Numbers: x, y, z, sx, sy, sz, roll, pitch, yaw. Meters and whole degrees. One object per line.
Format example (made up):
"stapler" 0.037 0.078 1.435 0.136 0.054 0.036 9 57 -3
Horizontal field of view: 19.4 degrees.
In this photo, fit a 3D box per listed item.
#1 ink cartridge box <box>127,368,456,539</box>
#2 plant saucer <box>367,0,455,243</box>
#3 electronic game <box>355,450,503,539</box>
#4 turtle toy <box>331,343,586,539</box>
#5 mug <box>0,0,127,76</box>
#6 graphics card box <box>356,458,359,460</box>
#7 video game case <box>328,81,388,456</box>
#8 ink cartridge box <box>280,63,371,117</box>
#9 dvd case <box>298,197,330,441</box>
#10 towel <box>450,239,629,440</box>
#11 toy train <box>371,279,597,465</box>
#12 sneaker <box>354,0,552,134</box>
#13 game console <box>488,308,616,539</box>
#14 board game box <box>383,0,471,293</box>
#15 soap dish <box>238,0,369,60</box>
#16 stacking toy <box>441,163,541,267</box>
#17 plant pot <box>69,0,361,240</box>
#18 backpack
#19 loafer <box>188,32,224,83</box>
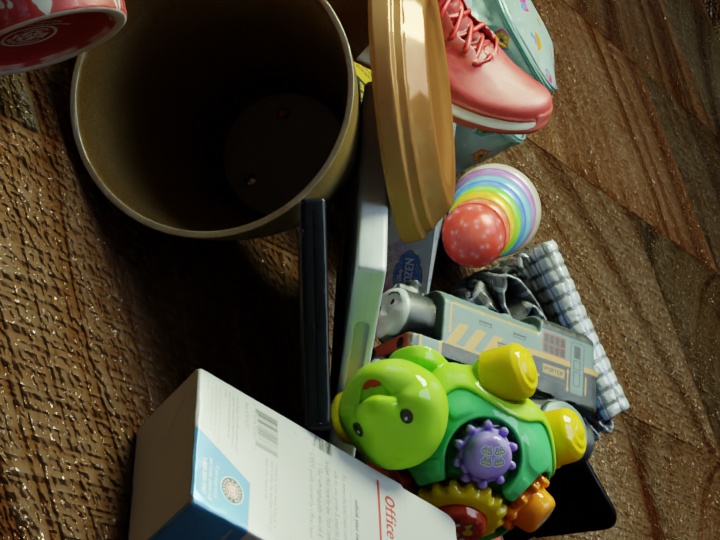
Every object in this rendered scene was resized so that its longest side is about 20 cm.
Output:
"ink cartridge box" -0.036 0.158 1.240 0.200 0.067 0.116 33 30 -23
"plant saucer" 0.038 -0.120 1.434 0.200 0.037 0.201 -5 90 -82
"electronic game" 0.054 0.173 1.551 0.200 0.042 0.200 50 21 -27
"turtle toy" 0.052 0.114 1.350 0.200 0.146 0.101 50 32 -41
"mug" -0.240 -0.221 1.256 0.133 0.177 0.200 138 -67 -74
"graphics card box" 0.002 0.229 1.357 0.126 0.051 0.200 54 24 -24
"video game case" 0.000 0.000 1.458 0.200 0.023 0.182 -88 -175 -48
"ink cartridge box" -0.059 -0.167 1.634 0.200 0.084 0.176 41 31 -46
"dvd case" -0.031 0.041 1.369 0.200 0.018 0.143 105 -16 -81
"towel" 0.147 0.069 1.785 0.200 0.085 0.166 158 -93 -86
"toy train" 0.088 0.079 1.525 0.200 0.085 0.114 19 61 -29
"sneaker" 0.066 -0.186 1.556 0.200 0.116 0.078 24 33 -3
"game console" 0.126 0.110 1.705 0.200 0.116 0.176 61 21 -9
"board game box" 0.054 -0.097 1.726 0.200 0.041 0.200 -75 172 -61
"soap dish" -0.054 -0.245 1.465 0.200 0.081 0.158 46 26 -63
"stacking toy" 0.103 -0.040 1.811 0.085 0.085 0.200 63 14 -3
"plant pot" -0.073 -0.098 1.418 0.200 0.186 0.187 33 35 -74
"backpack" 0.096 -0.197 1.955 0.176 0.153 0.200 56 28 -34
"loafer" -0.160 -0.200 1.449 0.201 0.068 0.070 44 30 -40
